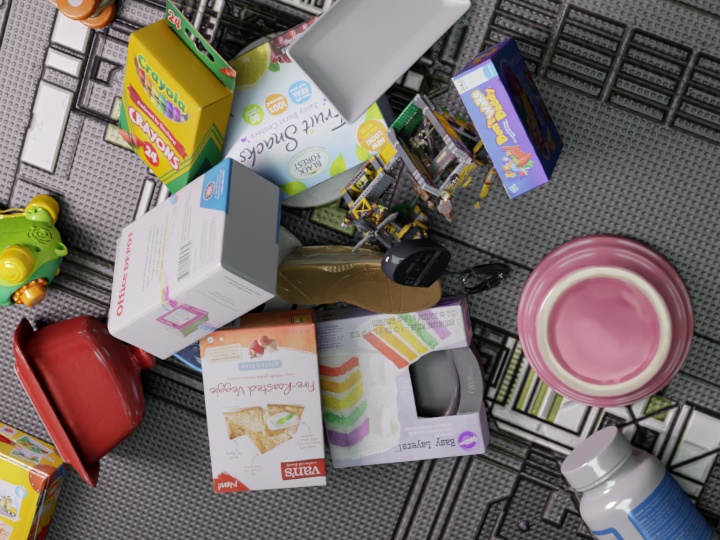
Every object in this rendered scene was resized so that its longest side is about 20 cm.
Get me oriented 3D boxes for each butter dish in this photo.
[{"bbox_3d":[-0.312,0.127,1.728,0.147,0.199,0.201,-28,99,-6],"label":"butter dish"}]

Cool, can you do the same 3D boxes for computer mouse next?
[{"bbox_3d":[0.093,-0.007,1.603,0.059,0.199,0.034,-54,53,22],"label":"computer mouse"}]

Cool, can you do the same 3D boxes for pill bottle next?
[{"bbox_3d":[0.320,0.279,1.654,0.112,0.112,0.201,-36,95,18],"label":"pill bottle"}]

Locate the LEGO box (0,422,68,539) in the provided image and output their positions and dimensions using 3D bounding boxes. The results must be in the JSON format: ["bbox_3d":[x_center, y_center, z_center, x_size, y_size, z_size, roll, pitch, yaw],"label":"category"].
[{"bbox_3d":[-0.486,0.267,1.837,0.198,0.077,0.150,23,108,5],"label":"LEGO box"}]

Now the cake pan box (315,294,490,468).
[{"bbox_3d":[0.049,0.131,1.705,0.198,0.052,0.186,-6,105,14],"label":"cake pan box"}]

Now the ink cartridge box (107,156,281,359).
[{"bbox_3d":[-0.183,-0.010,1.607,0.199,0.146,0.084,-28,137,37],"label":"ink cartridge box"}]

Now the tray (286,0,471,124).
[{"bbox_3d":[0.020,-0.262,1.576,0.200,0.022,0.107,-45,102,-12],"label":"tray"}]

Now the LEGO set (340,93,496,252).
[{"bbox_3d":[0.079,-0.083,1.579,0.200,0.116,0.153,-43,138,13],"label":"LEGO set"}]

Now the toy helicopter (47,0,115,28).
[{"bbox_3d":[-0.285,-0.377,1.640,0.200,0.079,0.133,-39,85,8],"label":"toy helicopter"}]

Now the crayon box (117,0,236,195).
[{"bbox_3d":[-0.204,-0.183,1.600,0.127,0.051,0.201,47,146,19],"label":"crayon box"}]

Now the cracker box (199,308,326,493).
[{"bbox_3d":[-0.110,0.151,1.676,0.132,0.058,0.202,-4,108,-1],"label":"cracker box"}]

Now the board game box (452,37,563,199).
[{"bbox_3d":[0.158,-0.164,1.525,0.044,0.200,0.135,-24,98,17],"label":"board game box"}]

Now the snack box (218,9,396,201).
[{"bbox_3d":[-0.074,-0.178,1.639,0.199,0.068,0.170,-23,99,18],"label":"snack box"}]

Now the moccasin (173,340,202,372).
[{"bbox_3d":[-0.197,0.066,1.717,0.198,0.081,0.069,23,131,4],"label":"moccasin"}]

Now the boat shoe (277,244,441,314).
[{"bbox_3d":[0.000,0.000,1.670,0.198,0.069,0.074,6,127,13],"label":"boat shoe"}]

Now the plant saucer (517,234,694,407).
[{"bbox_3d":[0.274,0.063,1.639,0.198,0.051,0.203,3,105,12],"label":"plant saucer"}]

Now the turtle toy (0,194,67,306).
[{"bbox_3d":[-0.437,-0.007,1.735,0.198,0.146,0.102,-7,125,14],"label":"turtle toy"}]
